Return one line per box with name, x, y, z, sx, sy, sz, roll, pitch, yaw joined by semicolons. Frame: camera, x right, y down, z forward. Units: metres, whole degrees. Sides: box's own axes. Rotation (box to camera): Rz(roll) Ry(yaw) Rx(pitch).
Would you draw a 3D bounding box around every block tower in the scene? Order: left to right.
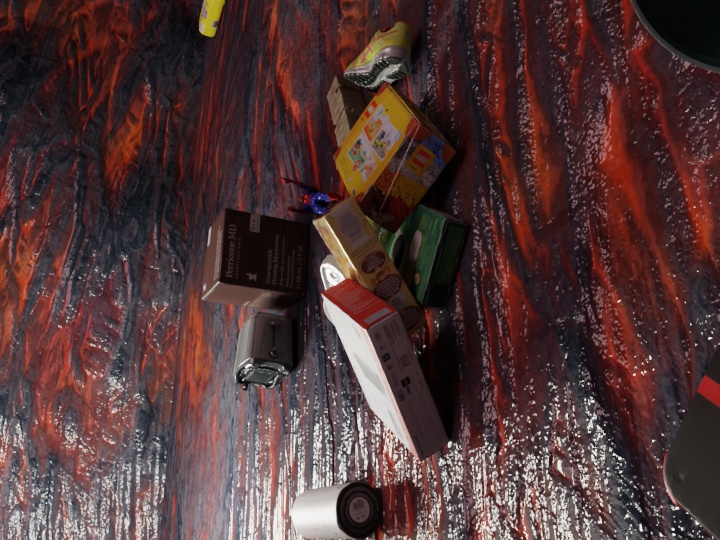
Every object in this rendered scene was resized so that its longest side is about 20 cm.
block tower;-0.019;-0.287;1.362;0.058;0.053;0.204;121;148;-42

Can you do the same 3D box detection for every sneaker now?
sneaker;0.000;0.000;1.211;0.148;0.079;0.203;-54;-26;-30
sneaker;0.038;-0.373;1.251;0.198;0.077;0.093;2;75;61

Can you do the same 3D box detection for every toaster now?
toaster;-0.216;0.179;1.590;0.200;0.111;0.133;133;144;-56

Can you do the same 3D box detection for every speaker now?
speaker;-0.042;0.383;1.135;0.200;0.079;0.084;141;133;-58

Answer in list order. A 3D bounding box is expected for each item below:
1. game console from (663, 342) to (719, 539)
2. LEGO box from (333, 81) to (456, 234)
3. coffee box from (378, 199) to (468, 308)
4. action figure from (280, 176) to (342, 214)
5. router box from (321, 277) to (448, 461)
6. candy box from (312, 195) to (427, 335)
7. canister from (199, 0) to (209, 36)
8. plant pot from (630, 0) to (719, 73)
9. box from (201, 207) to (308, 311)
game console;0.304;0.130;0.481;0.181;0.030;0.200;-70;25;14
LEGO box;0.044;-0.174;1.074;0.150;0.076;0.201;-51;28;17
coffee box;0.081;-0.038;1.044;0.200;0.043;0.127;-141;63;-64
action figure;-0.113;-0.149;1.489;0.199;0.096;0.067;-155;77;-69
router box;0.030;0.127;0.964;0.204;0.048;0.179;68;166;-19
candy box;0.011;-0.001;1.016;0.203;0.055;0.115;59;171;-6
canister;-0.654;-1.160;3.159;0.201;0.084;0.152;124;147;-48
plant pot;0.277;-0.257;0.512;0.135;0.196;0.204;-66;-2;-63
box;-0.234;-0.018;1.590;0.164;0.195;0.171;150;125;-60
